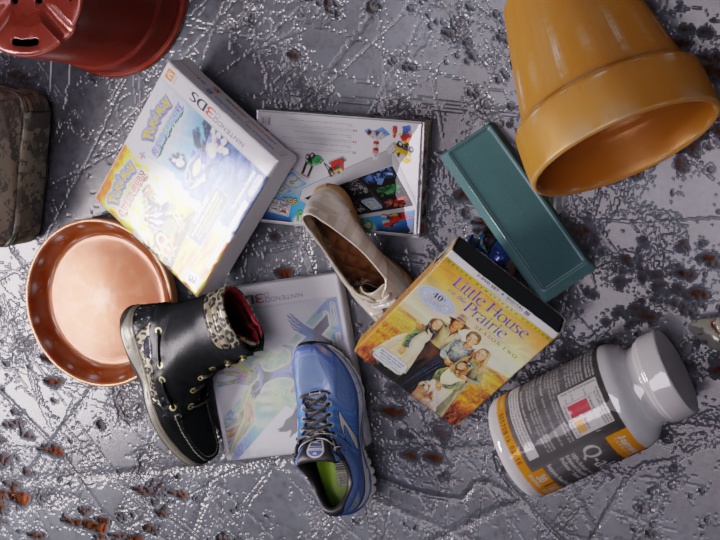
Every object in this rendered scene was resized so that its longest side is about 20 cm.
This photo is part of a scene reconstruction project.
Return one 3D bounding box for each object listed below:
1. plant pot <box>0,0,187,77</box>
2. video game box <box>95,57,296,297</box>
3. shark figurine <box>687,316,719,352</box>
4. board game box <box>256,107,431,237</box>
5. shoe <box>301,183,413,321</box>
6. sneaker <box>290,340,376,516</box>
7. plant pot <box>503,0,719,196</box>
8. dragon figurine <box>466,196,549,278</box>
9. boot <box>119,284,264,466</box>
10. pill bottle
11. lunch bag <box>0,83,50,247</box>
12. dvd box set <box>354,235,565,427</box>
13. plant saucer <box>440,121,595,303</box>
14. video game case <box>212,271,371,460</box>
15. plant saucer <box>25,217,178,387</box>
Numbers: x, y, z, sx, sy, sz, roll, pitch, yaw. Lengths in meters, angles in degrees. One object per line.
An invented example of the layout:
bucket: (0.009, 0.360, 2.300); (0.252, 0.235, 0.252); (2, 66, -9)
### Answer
plant pot: (-0.320, -0.311, 1.687); (0.198, 0.195, 0.203); (3, 100, 19)
video game box: (-0.189, -0.105, 1.730); (0.182, 0.047, 0.201); (42, 117, 19)
shark figurine: (0.427, 0.128, 1.537); (0.127, 0.216, 0.090); (-14, 136, -7)
board game box: (-0.021, -0.110, 1.695); (0.198, 0.035, 0.128); (7, 102, 19)
shoe: (0.000, 0.000, 1.673); (0.070, 0.053, 0.201); (-27, 106, 32)
sneaker: (-0.035, 0.176, 1.691); (0.078, 0.089, 0.202); (-14, 93, 19)
plant pot: (0.230, -0.201, 1.520); (0.199, 0.200, 0.185); (-27, 74, 21)
dragon figurine: (0.136, -0.009, 1.641); (0.099, 0.059, 0.202); (20, 106, 16)
boot: (-0.173, 0.119, 1.732); (0.152, 0.073, 0.205); (-16, 103, 30)
pill bottle: (0.242, 0.147, 1.597); (0.199, 0.116, 0.117); (-29, 88, 22)
lunch bag: (-0.460, -0.126, 1.780); (0.138, 0.168, 0.202); (13, 102, 17)
dvd box set: (0.102, 0.069, 1.623); (0.146, 0.029, 0.200); (37, 132, -7)
plant saucer: (0.163, -0.065, 1.605); (0.070, 0.019, 0.201); (-33, 71, -1)
video game case: (-0.089, 0.111, 1.760); (0.180, 0.022, 0.202); (-8, 96, 21)
plant saucer: (-0.306, 0.037, 1.822); (0.198, 0.032, 0.203); (3, 99, 19)
